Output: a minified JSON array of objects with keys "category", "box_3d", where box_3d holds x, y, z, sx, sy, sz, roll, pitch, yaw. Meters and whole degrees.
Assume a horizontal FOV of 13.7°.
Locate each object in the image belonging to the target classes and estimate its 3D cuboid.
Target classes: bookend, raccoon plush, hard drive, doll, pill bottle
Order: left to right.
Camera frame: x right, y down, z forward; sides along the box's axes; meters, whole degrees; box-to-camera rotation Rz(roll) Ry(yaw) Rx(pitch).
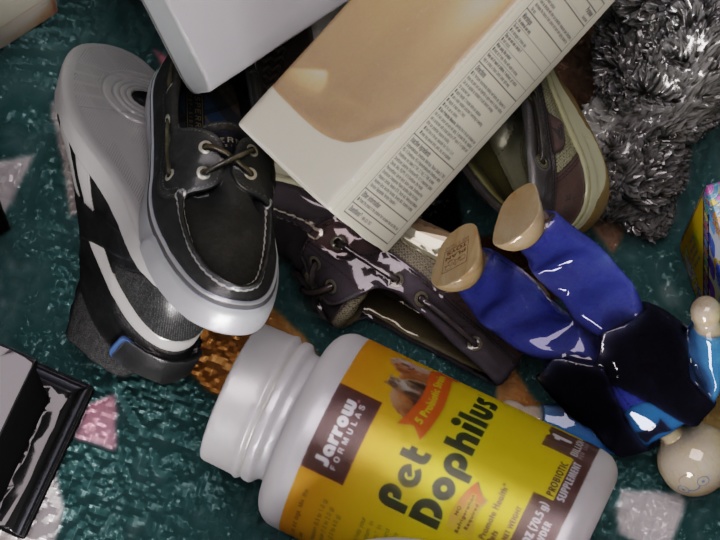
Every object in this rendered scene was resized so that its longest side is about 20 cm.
[{"category":"bookend","box_3d":[-0.249,0.039,1.507,0.198,0.200,0.092,23,76,6]},{"category":"hard drive","box_3d":[-0.037,-0.196,1.536,0.200,0.026,0.132,-35,107,-28]},{"category":"pill bottle","box_3d":[0.023,0.103,1.537,0.200,0.109,0.109,25,76,6]},{"category":"doll","box_3d":[0.122,0.046,1.545,0.136,0.049,0.200,-34,118,24]},{"category":"raccoon plush","box_3d":[0.173,-0.096,1.563,0.097,0.200,0.134,12,72,-25]}]

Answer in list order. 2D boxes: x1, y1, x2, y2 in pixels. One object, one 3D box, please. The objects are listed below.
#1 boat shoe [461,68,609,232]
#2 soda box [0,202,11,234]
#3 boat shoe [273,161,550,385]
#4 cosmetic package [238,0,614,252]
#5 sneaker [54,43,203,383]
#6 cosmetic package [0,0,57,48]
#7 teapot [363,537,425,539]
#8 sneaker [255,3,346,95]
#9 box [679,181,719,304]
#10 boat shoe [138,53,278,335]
[{"category":"boat shoe","box_3d":[0.061,-0.106,1.576,0.072,0.066,0.201,-38,68,25]},{"category":"soda box","box_3d":[-0.232,-0.057,1.531,0.071,0.200,0.063,-30,76,-8]},{"category":"boat shoe","box_3d":[0.000,0.000,1.587,0.200,0.072,0.065,23,71,0]},{"category":"cosmetic package","box_3d":[0.042,-0.113,1.495,0.071,0.105,0.200,43,91,20]},{"category":"sneaker","box_3d":[-0.133,-0.022,1.592,0.073,0.112,0.200,6,39,-28]},{"category":"cosmetic package","box_3d":[-0.273,-0.136,1.611,0.200,0.087,0.103,-33,79,-10]},{"category":"teapot","box_3d":[0.007,0.236,1.451,0.197,0.146,0.201,10,113,13]},{"category":"sneaker","box_3d":[-0.017,-0.135,1.635,0.073,0.085,0.200,-26,54,37]},{"category":"box","box_3d":[0.294,0.033,1.554,0.199,0.122,0.193,-16,77,-5]},{"category":"boat shoe","box_3d":[-0.076,-0.053,1.516,0.068,0.057,0.200,8,41,-19]}]
